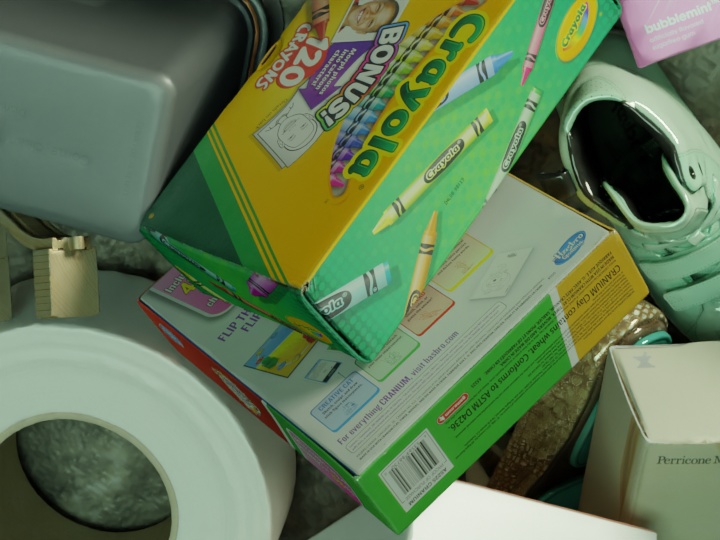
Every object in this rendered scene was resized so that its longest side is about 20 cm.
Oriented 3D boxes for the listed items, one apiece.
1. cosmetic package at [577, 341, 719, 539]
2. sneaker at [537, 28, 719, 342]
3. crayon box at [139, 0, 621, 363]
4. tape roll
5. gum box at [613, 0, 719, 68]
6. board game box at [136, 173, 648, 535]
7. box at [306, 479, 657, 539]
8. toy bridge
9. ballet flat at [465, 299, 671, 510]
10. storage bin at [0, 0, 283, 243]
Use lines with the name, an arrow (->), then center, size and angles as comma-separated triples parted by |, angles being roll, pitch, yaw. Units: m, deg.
cosmetic package -> 0.157, 0.132, 1.128 | 0.105, 0.071, 0.201 | -2, 127, -9
sneaker -> 0.149, -0.010, 1.094 | 0.074, 0.118, 0.201 | -34, 102, 17
crayon box -> 0.009, -0.067, 1.047 | 0.200, 0.119, 0.058 | -54, 131, -14
tape roll -> -0.135, 0.105, 1.204 | 0.202, 0.071, 0.203 | 3, 114, 8
gum box -> 0.196, -0.182, 1.051 | 0.199, 0.066, 0.114 | -19, 106, 16
board game box -> 0.009, 0.011, 1.060 | 0.153, 0.200, 0.040 | -43, 128, -10
box -> 0.031, 0.176, 1.089 | 0.124, 0.098, 0.200 | 16, 153, -20
toy bridge -> -0.183, -0.008, 1.142 | 0.200, 0.027, 0.068 | -5, 88, 53
ballet flat -> 0.090, 0.085, 1.172 | 0.065, 0.070, 0.200 | 43, 123, 31
storage bin -> -0.148, -0.096, 1.108 | 0.199, 0.134, 0.146 | 15, 111, 4
